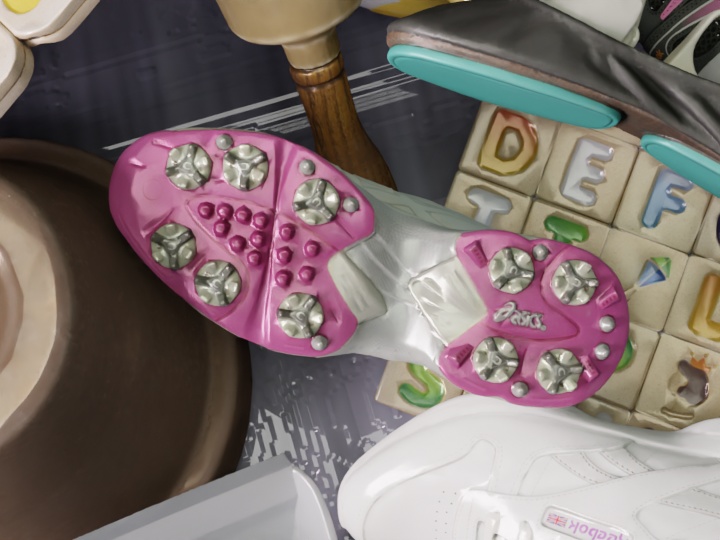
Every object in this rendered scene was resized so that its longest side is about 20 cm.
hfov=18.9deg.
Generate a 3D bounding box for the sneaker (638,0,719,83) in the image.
[{"bbox_3d":[0.178,-0.162,0.890,0.086,0.080,0.200,33,81,11],"label":"sneaker"}]

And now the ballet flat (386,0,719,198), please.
[{"bbox_3d":[0.109,-0.074,0.825,0.199,0.068,0.069,22,84,-10],"label":"ballet flat"}]

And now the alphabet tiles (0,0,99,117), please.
[{"bbox_3d":[-0.166,-0.129,0.766,0.196,0.015,0.200,-48,58,4],"label":"alphabet tiles"}]

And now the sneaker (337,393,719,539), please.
[{"bbox_3d":[0.086,0.099,0.812,0.199,0.075,0.100,0,40,12],"label":"sneaker"}]

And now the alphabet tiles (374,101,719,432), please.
[{"bbox_3d":[0.105,0.019,0.866,0.166,0.006,0.201,21,94,8],"label":"alphabet tiles"}]

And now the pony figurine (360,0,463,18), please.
[{"bbox_3d":[0.000,-0.202,0.885,0.199,0.167,0.194,25,89,-6],"label":"pony figurine"}]

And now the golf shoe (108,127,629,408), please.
[{"bbox_3d":[0.000,0.000,0.822,0.199,0.092,0.076,21,92,-5],"label":"golf shoe"}]

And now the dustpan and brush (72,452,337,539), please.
[{"bbox_3d":[-0.050,0.188,0.827,0.057,0.139,0.201,14,115,45],"label":"dustpan and brush"}]

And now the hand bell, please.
[{"bbox_3d":[-0.013,-0.073,0.843,0.104,0.200,0.104,-14,32,9],"label":"hand bell"}]

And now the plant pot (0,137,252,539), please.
[{"bbox_3d":[-0.146,0.031,0.819,0.199,0.175,0.201,-1,77,2],"label":"plant pot"}]
